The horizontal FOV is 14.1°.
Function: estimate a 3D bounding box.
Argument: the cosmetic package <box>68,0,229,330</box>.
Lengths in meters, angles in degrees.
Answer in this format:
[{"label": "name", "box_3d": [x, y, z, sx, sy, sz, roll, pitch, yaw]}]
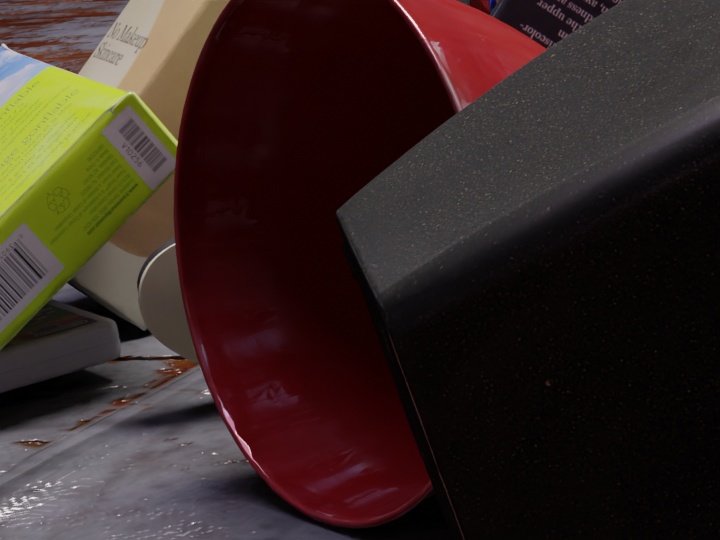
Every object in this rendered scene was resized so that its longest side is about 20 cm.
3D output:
[{"label": "cosmetic package", "box_3d": [-0.085, -0.080, 1.362, 0.200, 0.071, 0.105, -56, 23, -5]}]

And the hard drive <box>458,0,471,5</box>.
[{"label": "hard drive", "box_3d": [-0.019, -0.095, 1.402, 0.200, 0.033, 0.140, -36, 25, 37]}]

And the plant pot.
[{"label": "plant pot", "box_3d": [0.101, 0.026, 0.867, 0.177, 0.201, 0.200, -21, 15, -1]}]

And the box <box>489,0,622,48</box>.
[{"label": "box", "box_3d": [0.126, -0.112, 1.191, 0.104, 0.200, 0.148, 33, 16, 7]}]

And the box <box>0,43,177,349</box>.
[{"label": "box", "box_3d": [-0.165, -0.037, 1.284, 0.122, 0.048, 0.200, -46, 25, -11]}]

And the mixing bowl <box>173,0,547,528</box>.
[{"label": "mixing bowl", "box_3d": [0.028, -0.014, 1.047, 0.108, 0.201, 0.200, -6, 10, -35]}]

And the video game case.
[{"label": "video game case", "box_3d": [-0.214, 0.033, 1.305, 0.143, 0.018, 0.200, -16, 16, -28]}]

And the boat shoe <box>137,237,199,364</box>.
[{"label": "boat shoe", "box_3d": [0.000, 0.003, 1.219, 0.201, 0.074, 0.063, -5, 19, -19]}]

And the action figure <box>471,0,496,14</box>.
[{"label": "action figure", "box_3d": [0.053, -0.116, 1.647, 0.099, 0.066, 0.200, -14, -9, 20]}]
